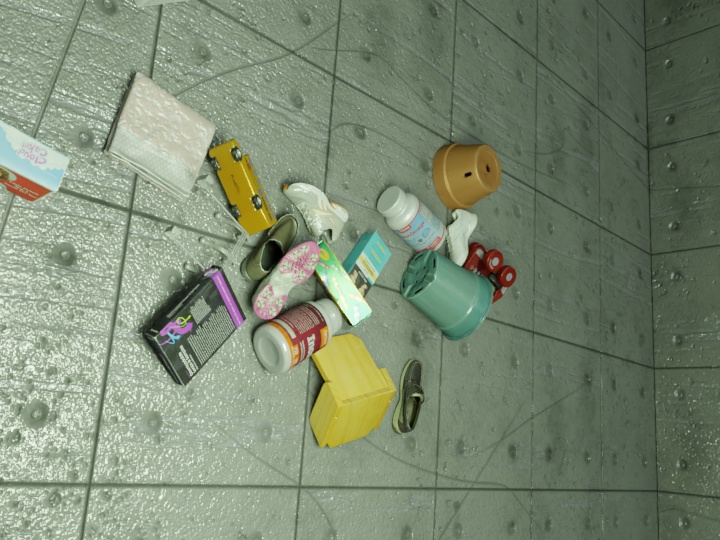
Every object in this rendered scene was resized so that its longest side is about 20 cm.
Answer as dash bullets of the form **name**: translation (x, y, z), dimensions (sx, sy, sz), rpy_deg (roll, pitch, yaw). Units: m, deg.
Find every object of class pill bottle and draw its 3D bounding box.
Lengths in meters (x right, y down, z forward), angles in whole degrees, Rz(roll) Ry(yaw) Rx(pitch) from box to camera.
- **pill bottle**: translation (0.137, -0.137, 1.871), dimensions (0.199, 0.107, 0.111), rpy_deg (37, 59, -34)
- **pill bottle**: translation (-0.135, 0.139, 1.548), dimensions (0.198, 0.111, 0.115), rpy_deg (-29, 104, -43)

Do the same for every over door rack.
- **over door rack**: translation (-0.317, -0.076, 1.418), dimensions (0.150, 0.065, 0.201), rpy_deg (-65, 147, -29)

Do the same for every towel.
- **towel**: translation (-0.401, -0.269, 1.401), dimensions (0.199, 0.032, 0.195), rpy_deg (33, 61, -38)

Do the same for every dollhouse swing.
- **dollhouse swing**: translation (-0.048, 0.285, 1.669), dimensions (0.197, 0.176, 0.185), rpy_deg (-6, 129, -45)

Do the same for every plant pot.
- **plant pot**: translation (0.330, -0.291, 2.070), dimensions (0.197, 0.138, 0.206), rpy_deg (10, 76, -45)
- **plant pot**: translation (0.225, 0.056, 1.883), dimensions (0.194, 0.198, 0.204), rpy_deg (33, 61, -28)

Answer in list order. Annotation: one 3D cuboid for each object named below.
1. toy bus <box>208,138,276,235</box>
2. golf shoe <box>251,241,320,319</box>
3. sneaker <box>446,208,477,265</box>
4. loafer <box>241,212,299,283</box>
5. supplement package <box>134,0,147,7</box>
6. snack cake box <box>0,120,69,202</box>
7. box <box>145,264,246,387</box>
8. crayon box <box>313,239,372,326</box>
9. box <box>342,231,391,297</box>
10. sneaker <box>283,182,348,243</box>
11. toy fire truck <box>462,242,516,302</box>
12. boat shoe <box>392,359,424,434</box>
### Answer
- **toy bus**: translation (-0.253, -0.181, 1.498), dimensions (0.078, 0.064, 0.204), rpy_deg (-59, 128, -69)
- **golf shoe**: translation (-0.170, 0.012, 1.513), dimensions (0.201, 0.091, 0.075), rpy_deg (-48, 113, -10)
- **sneaker**: translation (0.283, -0.089, 2.052), dimensions (0.079, 0.070, 0.204), rpy_deg (23, 69, -15)
- **loafer**: translation (-0.188, -0.052, 1.554), dimensions (0.075, 0.069, 0.202), rpy_deg (49, 53, -28)
- **supplement package**: translation (-0.375, -0.627, 1.425), dimensions (0.199, 0.112, 0.112), rpy_deg (-30, 106, -44)
- **snack cake box**: translation (-0.597, -0.193, 1.130), dimensions (0.198, 0.113, 0.069), rpy_deg (31, 62, -38)
- **box**: translation (-0.322, 0.109, 1.377), dimensions (0.201, 0.035, 0.145), rpy_deg (-51, 139, -34)
- **crayon box**: translation (-0.056, 0.031, 1.602), dimensions (0.058, 0.119, 0.202), rpy_deg (-35, 93, -7)
- **box**: translation (0.000, 0.000, 1.751), dimensions (0.083, 0.048, 0.202), rpy_deg (52, 51, -26)
- **sneaker**: translation (-0.110, -0.135, 1.648), dimensions (0.198, 0.075, 0.094), rpy_deg (31, 67, -37)
- **toy fire truck**: translation (0.367, 0.026, 2.096), dimensions (0.200, 0.112, 0.169), rpy_deg (43, 82, -33)
- **boat shoe**: translation (0.140, 0.333, 1.829), dimensions (0.073, 0.064, 0.204), rpy_deg (30, 62, -36)
